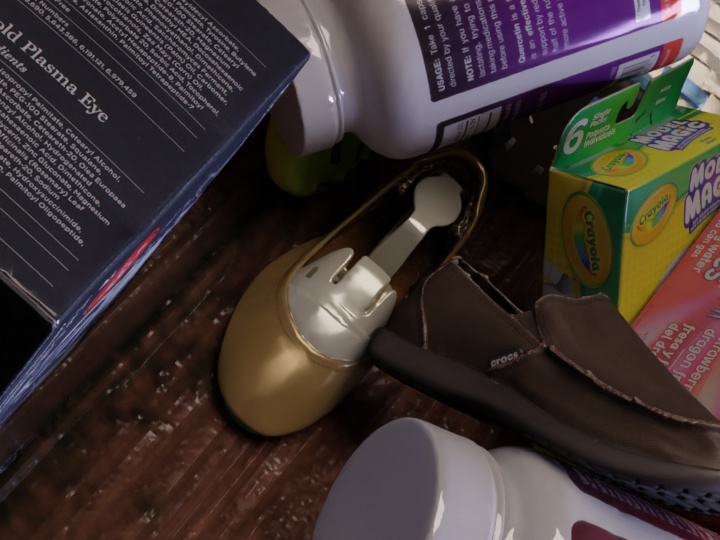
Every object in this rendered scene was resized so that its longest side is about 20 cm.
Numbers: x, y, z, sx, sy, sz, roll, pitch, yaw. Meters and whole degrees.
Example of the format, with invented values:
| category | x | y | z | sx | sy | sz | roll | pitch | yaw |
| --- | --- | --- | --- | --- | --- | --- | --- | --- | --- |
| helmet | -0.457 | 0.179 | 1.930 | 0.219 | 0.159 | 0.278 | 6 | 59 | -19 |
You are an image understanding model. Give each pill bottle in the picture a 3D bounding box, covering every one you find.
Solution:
| category | x | y | z | sx | sy | sz | roll | pitch | yaw |
| --- | --- | --- | --- | --- | --- | --- | --- | --- | --- |
| pill bottle | 0.051 | -0.121 | 0.936 | 0.199 | 0.113 | 0.113 | -20 | 70 | -12 |
| pill bottle | 0.084 | 0.142 | 0.859 | 0.199 | 0.114 | 0.115 | 26 | 47 | -25 |

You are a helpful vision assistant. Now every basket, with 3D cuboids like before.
| category | x | y | z | sx | sy | sz | roll | pitch | yaw |
| --- | --- | --- | --- | --- | --- | --- | --- | --- | --- |
| basket | 0.161 | -0.130 | 1.096 | 0.139 | 0.176 | 0.200 | 36 | 54 | -2 |

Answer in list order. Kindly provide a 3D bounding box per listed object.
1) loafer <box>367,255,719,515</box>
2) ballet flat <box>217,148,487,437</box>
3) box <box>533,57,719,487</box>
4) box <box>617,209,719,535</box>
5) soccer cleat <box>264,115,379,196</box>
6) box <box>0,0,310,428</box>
| category | x | y | z | sx | sy | sz | roll | pitch | yaw |
| --- | --- | --- | --- | --- | --- | --- | --- | --- | --- |
| loafer | 0.090 | 0.042 | 0.864 | 0.199 | 0.071 | 0.073 | 23 | -4 | 34 |
| ballet flat | 0.000 | 0.000 | 0.957 | 0.069 | 0.063 | 0.200 | 43 | 43 | -3 |
| box | 0.134 | 0.008 | 0.973 | 0.048 | 0.202 | 0.117 | 17 | 29 | 35 |
| box | 0.204 | 0.028 | 0.955 | 0.094 | 0.103 | 0.200 | 19 | 53 | 34 |
| soccer cleat | -0.016 | -0.111 | 1.041 | 0.083 | 0.065 | 0.201 | 16 | 48 | 11 |
| box | -0.140 | -0.014 | 0.757 | 0.104 | 0.200 | 0.182 | 41 | 44 | -4 |
